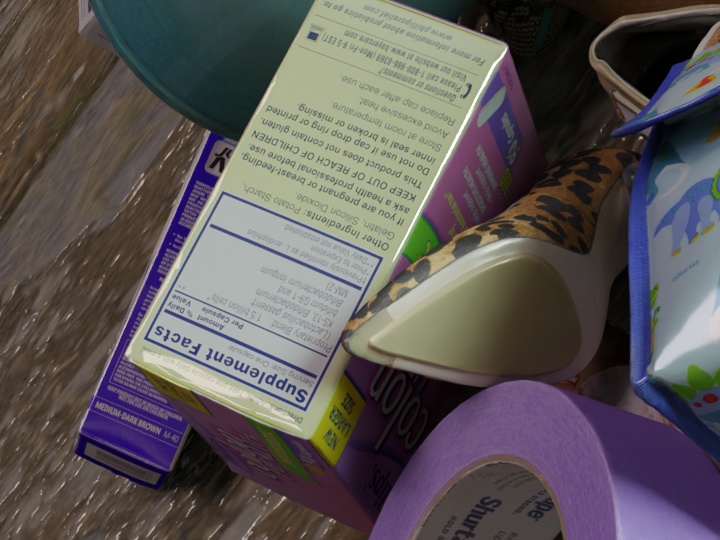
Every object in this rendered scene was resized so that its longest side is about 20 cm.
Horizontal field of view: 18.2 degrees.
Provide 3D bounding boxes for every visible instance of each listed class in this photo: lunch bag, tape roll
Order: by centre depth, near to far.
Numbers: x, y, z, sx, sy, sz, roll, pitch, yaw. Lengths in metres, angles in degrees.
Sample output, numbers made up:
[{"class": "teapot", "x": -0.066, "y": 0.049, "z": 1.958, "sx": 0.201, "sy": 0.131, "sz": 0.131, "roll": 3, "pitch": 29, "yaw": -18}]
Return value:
[{"class": "lunch bag", "x": 0.190, "y": -0.038, "z": 0.831, "sx": 0.170, "sy": 0.127, "sz": 0.201, "roll": -26, "pitch": 39, "yaw": 31}, {"class": "tape roll", "x": 0.068, "y": 0.149, "z": 0.910, "sx": 0.200, "sy": 0.065, "sz": 0.201, "roll": -41, "pitch": 38, "yaw": 44}]

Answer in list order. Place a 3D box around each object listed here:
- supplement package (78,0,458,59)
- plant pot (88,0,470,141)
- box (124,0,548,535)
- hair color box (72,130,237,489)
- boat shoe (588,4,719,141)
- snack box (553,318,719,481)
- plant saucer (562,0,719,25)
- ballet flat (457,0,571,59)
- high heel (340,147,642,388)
[{"class": "supplement package", "x": -0.054, "y": -0.168, "z": 1.315, "sx": 0.111, "sy": 0.199, "sz": 0.156, "roll": -47, "pitch": 30, "yaw": 24}, {"class": "plant pot", "x": -0.013, "y": -0.190, "z": 1.117, "sx": 0.188, "sy": 0.199, "sz": 0.201, "roll": -33, "pitch": 37, "yaw": 50}, {"class": "box", "x": 0.000, "y": 0.000, "z": 1.054, "sx": 0.096, "sy": 0.176, "sz": 0.201, "roll": 23, "pitch": 75, "yaw": 20}, {"class": "hair color box", "x": -0.104, "y": 0.023, "z": 1.337, "sx": 0.109, "sy": 0.065, "sz": 0.201, "roll": 130, "pitch": 164, "yaw": -76}, {"class": "boat shoe", "x": 0.171, "y": -0.076, "z": 0.975, "sx": 0.200, "sy": 0.068, "sz": 0.075, "roll": 7, "pitch": 69, "yaw": 60}, {"class": "snack box", "x": 0.129, "y": 0.075, "z": 0.951, "sx": 0.072, "sy": 0.024, "sz": 0.200, "roll": -62, "pitch": 27, "yaw": 2}, {"class": "plant saucer", "x": 0.146, "y": -0.217, "z": 1.091, "sx": 0.199, "sy": 0.035, "sz": 0.201, "roll": -6, "pitch": 79, "yaw": 34}, {"class": "ballet flat", "x": 0.065, "y": -0.172, "z": 1.270, "sx": 0.200, "sy": 0.067, "sz": 0.076, "roll": -122, "pitch": 39, "yaw": -57}, {"class": "high heel", "x": 0.061, "y": -0.004, "z": 1.001, "sx": 0.142, "sy": 0.199, "sz": 0.072, "roll": 32, "pitch": 133, "yaw": 60}]
